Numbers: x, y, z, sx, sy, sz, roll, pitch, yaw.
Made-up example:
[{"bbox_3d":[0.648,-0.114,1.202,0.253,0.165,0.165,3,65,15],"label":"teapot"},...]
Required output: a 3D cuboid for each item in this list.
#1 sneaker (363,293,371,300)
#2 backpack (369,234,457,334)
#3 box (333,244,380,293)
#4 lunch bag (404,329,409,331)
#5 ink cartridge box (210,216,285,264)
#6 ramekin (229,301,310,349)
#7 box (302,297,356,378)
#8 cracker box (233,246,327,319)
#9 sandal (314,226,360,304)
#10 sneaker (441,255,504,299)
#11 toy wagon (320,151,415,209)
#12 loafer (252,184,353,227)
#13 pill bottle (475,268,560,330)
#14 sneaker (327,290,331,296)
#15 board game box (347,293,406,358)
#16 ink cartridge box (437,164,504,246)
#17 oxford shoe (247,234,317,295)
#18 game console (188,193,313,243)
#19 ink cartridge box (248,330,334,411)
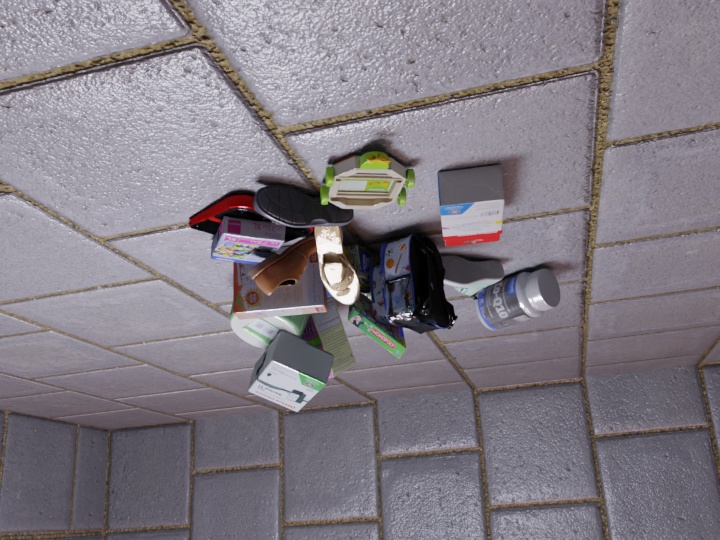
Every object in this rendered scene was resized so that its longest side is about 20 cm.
[{"bbox_3d":[0.019,0.062,1.723,0.087,0.069,0.199,-5,-177,-27],"label":"sneaker"},{"bbox_3d":[0.106,0.027,1.533,0.150,0.197,0.199,-7,165,26],"label":"backpack"},{"bbox_3d":[0.000,0.000,1.579,0.062,0.072,0.199,-11,168,17],"label":"box"},{"bbox_3d":[0.089,0.109,1.941,0.155,0.078,0.200,-10,159,12],"label":"lunch bag"},{"bbox_3d":[-0.223,-0.050,1.414,0.116,0.043,0.200,7,165,-18],"label":"ink cartridge box"},{"bbox_3d":[-0.215,0.103,1.725,0.194,0.100,0.202,9,144,6],"label":"ramekin"},{"bbox_3d":[-0.128,0.180,1.873,0.174,0.205,0.096,-21,178,42],"label":"box"},{"bbox_3d":[-0.170,0.024,1.554,0.193,0.138,0.058,-5,162,5],"label":"cracker box"},{"bbox_3d":[-0.053,-0.001,1.430,0.075,0.070,0.216,-5,123,13],"label":"sandal"},{"bbox_3d":[0.229,0.024,1.712,0.195,0.076,0.118,3,153,-27],"label":"sneaker"},{"bbox_3d":[0.014,-0.155,1.231,0.150,0.041,0.201,0,160,-11],"label":"toy wagon"},{"bbox_3d":[-0.107,-0.104,1.310,0.195,0.074,0.063,5,164,-31],"label":"loafer"},{"bbox_3d":[0.392,0.070,1.823,0.112,0.117,0.198,12,155,-38],"label":"pill bottle"},{"bbox_3d":[-0.053,0.012,1.661,0.068,0.081,0.200,-5,-177,-4],"label":"sneaker"},{"bbox_3d":[0.034,0.110,1.563,0.133,0.029,0.200,36,-171,-6],"label":"board game box"},{"bbox_3d":[0.202,-0.113,1.339,0.112,0.069,0.201,-5,161,7],"label":"ink cartridge box"},{"bbox_3d":[-0.134,-0.011,1.447,0.199,0.072,0.071,-36,179,-40],"label":"oxford shoe"},{"bbox_3d":[-0.204,-0.091,1.397,0.197,0.032,0.174,16,159,-42],"label":"game console"},{"bbox_3d":[-0.169,0.245,1.740,0.144,0.085,0.200,24,144,-12],"label":"ink cartridge box"}]
